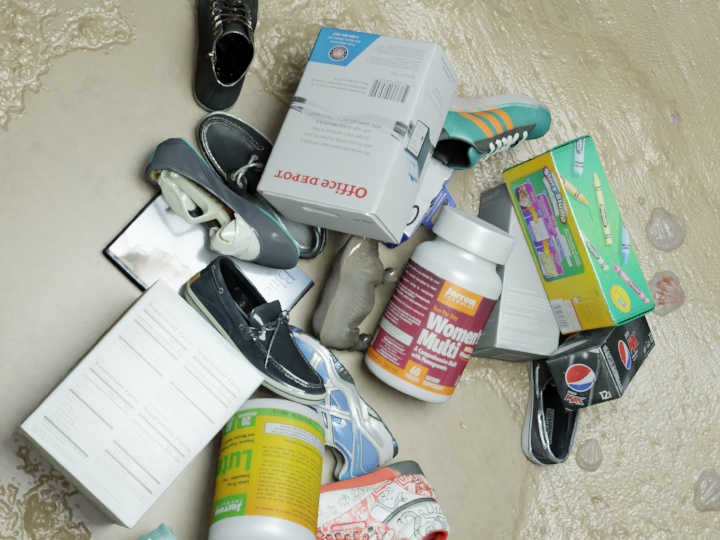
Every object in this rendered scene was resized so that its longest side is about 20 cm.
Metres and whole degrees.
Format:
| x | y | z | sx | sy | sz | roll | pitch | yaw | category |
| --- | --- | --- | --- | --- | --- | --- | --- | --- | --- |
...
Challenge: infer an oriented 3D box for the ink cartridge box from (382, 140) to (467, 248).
| x | y | z | sx | sy | sz | roll | pitch | yaw | category |
| --- | --- | --- | --- | --- | --- | --- | --- | --- | --- |
| 0.028 | -0.122 | 1.511 | 0.200 | 0.076 | 0.137 | 37 | 72 | -7 | ink cartridge box |

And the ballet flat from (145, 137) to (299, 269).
| x | y | z | sx | sy | sz | roll | pitch | yaw | category |
| --- | --- | --- | --- | --- | --- | --- | --- | --- | --- |
| -0.156 | -0.059 | 1.426 | 0.200 | 0.073 | 0.073 | 44 | 72 | -1 | ballet flat |

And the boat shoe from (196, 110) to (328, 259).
| x | y | z | sx | sy | sz | roll | pitch | yaw | category |
| --- | --- | --- | --- | --- | --- | --- | --- | --- | --- |
| -0.111 | -0.094 | 1.464 | 0.074 | 0.060 | 0.201 | -36 | 96 | 6 | boat shoe |

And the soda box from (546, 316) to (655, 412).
| x | y | z | sx | sy | sz | roll | pitch | yaw | category |
| --- | --- | --- | --- | --- | --- | --- | --- | --- | --- |
| 0.278 | 0.094 | 1.501 | 0.200 | 0.070 | 0.064 | -31 | 101 | -63 | soda box |

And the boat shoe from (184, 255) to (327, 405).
| x | y | z | sx | sy | sz | roll | pitch | yaw | category |
| --- | --- | --- | --- | --- | --- | --- | --- | --- | --- |
| -0.105 | 0.063 | 1.397 | 0.200 | 0.074 | 0.062 | 46 | 112 | 15 | boat shoe |

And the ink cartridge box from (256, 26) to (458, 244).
| x | y | z | sx | sy | sz | roll | pitch | yaw | category |
| --- | --- | --- | --- | --- | --- | --- | --- | --- | --- |
| -0.001 | -0.145 | 1.387 | 0.145 | 0.086 | 0.201 | 13 | 75 | 27 | ink cartridge box |

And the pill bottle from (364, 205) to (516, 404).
| x | y | z | sx | sy | sz | roll | pitch | yaw | category |
| --- | --- | --- | --- | --- | --- | --- | --- | --- | --- |
| 0.091 | 0.037 | 1.459 | 0.109 | 0.110 | 0.201 | 23 | 99 | -13 | pill bottle |

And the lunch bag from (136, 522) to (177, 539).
| x | y | z | sx | sy | sz | roll | pitch | yaw | category |
| --- | --- | --- | --- | --- | --- | --- | --- | --- | --- |
| -0.211 | 0.384 | 1.341 | 0.170 | 0.122 | 0.201 | -37 | 100 | -18 | lunch bag |

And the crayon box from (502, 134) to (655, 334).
| x | y | z | sx | sy | sz | roll | pitch | yaw | category |
| --- | --- | --- | --- | --- | --- | --- | --- | --- | --- |
| 0.236 | -0.036 | 1.432 | 0.058 | 0.119 | 0.201 | -20 | 90 | -21 | crayon box |

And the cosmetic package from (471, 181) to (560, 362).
| x | y | z | sx | sy | sz | roll | pitch | yaw | category |
| --- | --- | --- | --- | --- | --- | --- | --- | --- | --- |
| 0.183 | 0.002 | 1.528 | 0.089 | 0.107 | 0.202 | 8 | 78 | -17 | cosmetic package |

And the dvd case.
| x | y | z | sx | sy | sz | roll | pitch | yaw | category |
| --- | --- | --- | --- | --- | --- | --- | --- | --- | --- |
| -0.168 | -0.003 | 1.463 | 0.200 | 0.018 | 0.143 | 44 | 72 | -8 | dvd case |

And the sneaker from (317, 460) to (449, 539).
| x | y | z | sx | sy | sz | roll | pitch | yaw | category |
| --- | --- | --- | --- | --- | --- | --- | --- | --- | --- |
| -0.001 | 0.286 | 1.425 | 0.200 | 0.068 | 0.108 | -17 | 53 | -20 | sneaker |

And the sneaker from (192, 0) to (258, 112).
| x | y | z | sx | sy | sz | roll | pitch | yaw | category |
| --- | --- | --- | --- | --- | --- | --- | --- | --- | --- |
| -0.141 | -0.284 | 1.465 | 0.074 | 0.106 | 0.202 | 5 | 81 | -17 | sneaker |

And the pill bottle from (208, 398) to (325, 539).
| x | y | z | sx | sy | sz | roll | pitch | yaw | category |
| --- | --- | --- | --- | --- | --- | --- | --- | --- | --- |
| -0.098 | 0.244 | 1.351 | 0.110 | 0.111 | 0.201 | 14 | 56 | -15 | pill bottle |

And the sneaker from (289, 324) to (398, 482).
| x | y | z | sx | sy | sz | roll | pitch | yaw | category |
| --- | --- | --- | --- | --- | --- | --- | --- | --- | --- |
| -0.042 | 0.146 | 1.451 | 0.077 | 0.076 | 0.200 | -38 | 93 | -14 | sneaker |

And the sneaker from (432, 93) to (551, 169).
| x | y | z | sx | sy | sz | roll | pitch | yaw | category |
| --- | --- | --- | --- | --- | --- | --- | --- | --- | --- |
| 0.132 | -0.149 | 1.477 | 0.198 | 0.071 | 0.081 | -3 | 67 | -24 | sneaker |

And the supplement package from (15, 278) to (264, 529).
| x | y | z | sx | sy | sz | roll | pitch | yaw | category |
| --- | --- | --- | --- | --- | --- | --- | --- | --- | --- |
| -0.231 | 0.139 | 1.352 | 0.151 | 0.152 | 0.200 | 44 | 72 | -6 | supplement package |

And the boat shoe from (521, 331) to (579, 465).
| x | y | z | sx | sy | sz | roll | pitch | yaw | category |
| --- | --- | --- | --- | --- | --- | --- | --- | --- | --- |
| 0.232 | 0.128 | 1.544 | 0.071 | 0.068 | 0.202 | 12 | 79 | -16 | boat shoe |

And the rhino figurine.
| x | y | z | sx | sy | sz | roll | pitch | yaw | category |
| --- | --- | --- | --- | --- | --- | --- | --- | --- | --- |
| 0.000 | 0.000 | 1.444 | 0.087 | 0.060 | 0.201 | -9 | 122 | -56 | rhino figurine |
